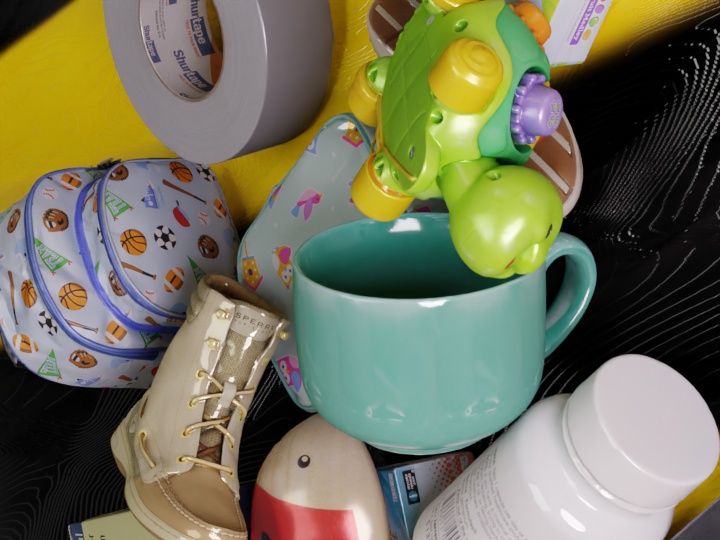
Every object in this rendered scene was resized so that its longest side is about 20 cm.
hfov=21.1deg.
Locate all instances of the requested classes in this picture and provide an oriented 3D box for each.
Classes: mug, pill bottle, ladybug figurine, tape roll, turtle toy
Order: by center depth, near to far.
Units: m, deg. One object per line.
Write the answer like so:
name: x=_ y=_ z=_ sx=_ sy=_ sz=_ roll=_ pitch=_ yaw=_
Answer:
turtle toy: x=0.065 y=-0.084 z=1.140 sx=0.146 sy=0.101 sz=0.200 roll=128 pitch=148 yaw=-46
mug: x=0.053 y=0.042 z=1.181 sx=0.152 sy=0.185 sz=0.115 roll=-77 pitch=-14 yaw=-68
pill bottle: x=0.126 y=0.141 z=1.185 sx=0.200 sy=0.114 sz=0.114 roll=-50 pitch=58 yaw=43
ladybug figurine: x=-0.030 y=0.197 z=1.320 sx=0.136 sy=0.072 sz=0.200 roll=-155 pitch=59 yaw=-63
tape roll: x=-0.108 y=-0.183 z=1.433 sx=0.200 sy=0.066 sz=0.201 roll=25 pitch=125 yaw=43

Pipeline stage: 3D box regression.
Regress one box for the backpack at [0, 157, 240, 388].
backpack: x=-0.187 y=0.003 z=1.487 sx=0.154 sy=0.190 sz=0.200 roll=-43 pitch=62 yaw=45

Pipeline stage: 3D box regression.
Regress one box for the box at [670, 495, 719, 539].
box: x=0.254 y=0.218 z=1.097 sx=0.200 sy=0.050 sz=0.199 roll=-51 pitch=59 yaw=42

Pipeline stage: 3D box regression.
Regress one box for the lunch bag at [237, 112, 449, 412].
lunch bag: x=0.000 y=0.000 z=1.347 sx=0.161 sy=0.077 sz=0.200 roll=60 pitch=136 yaw=23

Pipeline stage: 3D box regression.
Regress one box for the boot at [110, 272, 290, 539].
boot: x=-0.098 y=0.097 z=1.316 sx=0.156 sy=0.073 sz=0.200 roll=-61 pitch=26 yaw=10

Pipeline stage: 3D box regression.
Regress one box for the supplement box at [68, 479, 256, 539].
supplement box: x=-0.098 y=0.265 z=1.465 sx=0.200 sy=0.134 sz=0.200 roll=-20 pitch=80 yaw=49

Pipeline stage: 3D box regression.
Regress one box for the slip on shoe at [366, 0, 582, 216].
slip on shoe: x=0.075 y=-0.103 z=1.256 sx=0.200 sy=0.076 sz=0.061 roll=48 pitch=170 yaw=25

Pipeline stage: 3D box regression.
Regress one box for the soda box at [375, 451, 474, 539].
soda box: x=0.054 y=0.229 z=1.321 sx=0.064 sy=0.068 sz=0.200 roll=-20 pitch=80 yaw=59

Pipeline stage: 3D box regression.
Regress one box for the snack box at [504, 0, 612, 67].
snack box: x=0.116 y=-0.245 z=1.181 sx=0.142 sy=0.053 sz=0.200 roll=48 pitch=131 yaw=33
